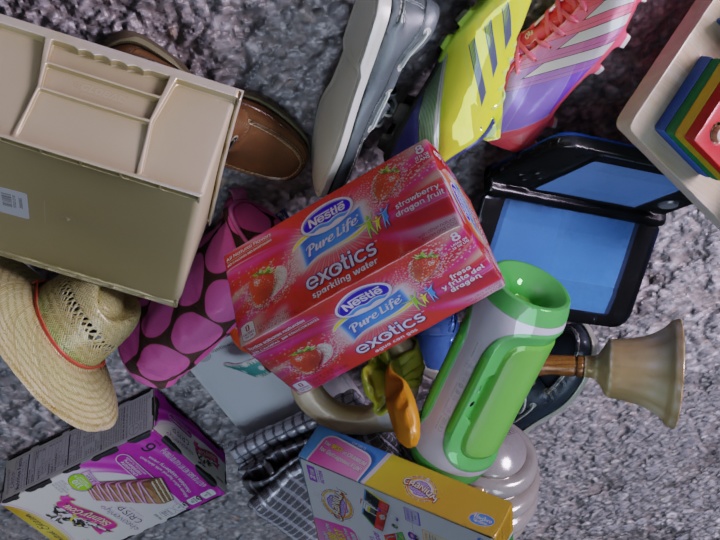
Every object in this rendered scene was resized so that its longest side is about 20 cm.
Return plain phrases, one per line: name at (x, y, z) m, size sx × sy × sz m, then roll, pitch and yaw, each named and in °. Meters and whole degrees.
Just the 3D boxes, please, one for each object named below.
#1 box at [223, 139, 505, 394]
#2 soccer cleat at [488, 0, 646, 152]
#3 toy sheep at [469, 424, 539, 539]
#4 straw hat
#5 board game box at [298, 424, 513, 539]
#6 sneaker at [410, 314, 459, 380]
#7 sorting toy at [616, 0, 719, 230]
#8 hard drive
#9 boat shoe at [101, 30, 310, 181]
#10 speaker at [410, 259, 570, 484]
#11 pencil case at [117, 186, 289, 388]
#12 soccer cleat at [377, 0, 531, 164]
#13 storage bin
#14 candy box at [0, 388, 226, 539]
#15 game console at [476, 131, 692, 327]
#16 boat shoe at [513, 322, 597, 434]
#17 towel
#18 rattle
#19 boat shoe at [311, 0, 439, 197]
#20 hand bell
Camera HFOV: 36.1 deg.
box at (0.000, 0.000, 0.884) m, size 0.199 × 0.100 × 0.096 m, roll -29°, pitch 139°, yaw 13°
soccer cleat at (0.154, -0.180, 0.890) m, size 0.076 × 0.067 × 0.200 m, roll 20°, pitch 129°, yaw -18°
toy sheep at (0.118, 0.215, 1.114) m, size 0.137 × 0.139 × 0.201 m, roll 3°, pitch 135°, yaw -11°
straw hat at (-0.235, 0.038, 0.945) m, size 0.085 × 0.201 × 0.201 m, roll -35°, pitch 128°, yaw 5°
board game box at (0.044, 0.237, 1.033) m, size 0.199 × 0.040 × 0.154 m, roll 19°, pitch 141°, yaw 24°
sneaker at (0.081, 0.026, 1.049) m, size 0.111 × 0.077 × 0.200 m, roll -22°, pitch 125°, yaw 24°
sorting toy at (0.335, -0.138, 0.887) m, size 0.200 × 0.070 × 0.200 m, roll 35°, pitch 89°, yaw -32°
hard drive at (-0.083, 0.117, 1.141) m, size 0.131 × 0.027 × 0.201 m, roll -22°, pitch 131°, yaw 11°
boat shoe at (-0.127, -0.115, 0.899) m, size 0.199 × 0.068 × 0.072 m, roll 24°, pitch 124°, yaw -26°
speaker at (0.111, 0.093, 0.976) m, size 0.088 × 0.089 × 0.201 m, roll 12°, pitch 121°, yaw -18°
pencil case at (-0.145, 0.019, 1.007) m, size 0.200 × 0.094 × 0.091 m, roll -42°, pitch 169°, yaw 25°
soccer cleat at (0.091, -0.150, 0.884) m, size 0.083 × 0.065 × 0.201 m, roll 33°, pitch 119°, yaw 0°
storage bin at (-0.208, -0.075, 0.839) m, size 0.197 × 0.094 × 0.200 m, roll 17°, pitch 153°, yaw -7°
candy box at (-0.262, 0.222, 1.185) m, size 0.199 × 0.061 × 0.137 m, roll -26°, pitch 131°, yaw 15°
game console at (0.207, -0.029, 0.970) m, size 0.198 × 0.119 × 0.170 m, roll 7°, pitch 166°, yaw -25°
boat shoe at (0.167, 0.121, 1.154) m, size 0.061 × 0.075 × 0.200 m, roll 11°, pitch 139°, yaw -32°
towel at (-0.021, 0.221, 1.172) m, size 0.165 × 0.086 × 0.200 m, roll -25°, pitch 141°, yaw 13°
rattle at (-0.045, 0.104, 0.999) m, size 0.198 × 0.143 × 0.131 m, roll 18°, pitch 128°, yaw -3°
boat shoe at (0.008, -0.138, 0.896) m, size 0.061 × 0.073 × 0.201 m, roll 3°, pitch 131°, yaw -21°
hand bell at (0.204, 0.091, 1.067) m, size 0.198 × 0.105 × 0.105 m, roll 4°, pitch 133°, yaw 10°
